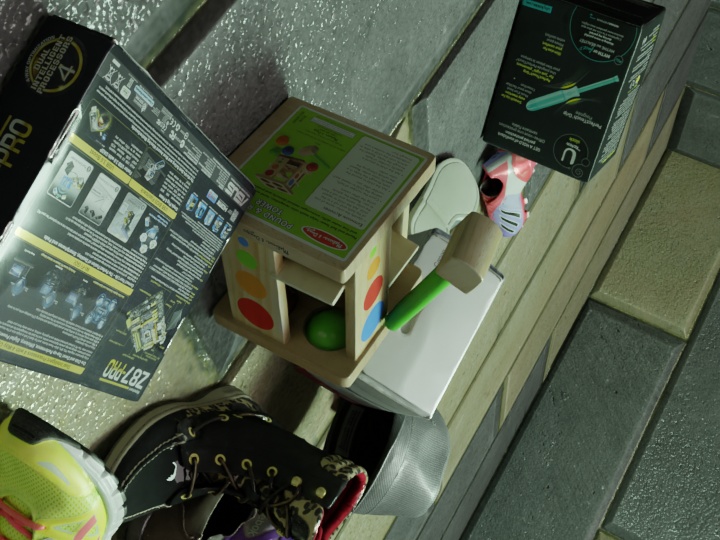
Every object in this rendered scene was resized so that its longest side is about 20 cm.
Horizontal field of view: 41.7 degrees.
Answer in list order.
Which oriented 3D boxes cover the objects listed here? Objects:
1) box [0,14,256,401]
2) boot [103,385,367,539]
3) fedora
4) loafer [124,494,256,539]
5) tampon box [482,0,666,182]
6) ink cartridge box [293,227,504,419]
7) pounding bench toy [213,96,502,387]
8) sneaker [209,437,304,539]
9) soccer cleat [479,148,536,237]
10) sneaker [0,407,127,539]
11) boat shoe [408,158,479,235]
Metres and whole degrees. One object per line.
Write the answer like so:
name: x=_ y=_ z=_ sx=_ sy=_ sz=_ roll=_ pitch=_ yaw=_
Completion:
box: x=-0.143 y=-0.019 z=0.524 sx=0.162 sy=0.049 sz=0.200 roll=-64 pitch=161 yaw=-8
boot: x=-0.093 y=0.162 z=0.721 sx=0.200 sy=0.150 sz=0.074 roll=-16 pitch=129 yaw=-66
fedora: x=0.031 y=0.185 z=0.953 sx=0.177 sy=0.090 sz=0.200 roll=-59 pitch=-164 yaw=15
loafer: x=-0.118 y=0.199 z=0.823 sx=0.200 sy=0.071 sz=0.073 roll=-33 pitch=144 yaw=-57
tampon box: x=0.263 y=-0.240 z=1.169 sx=0.126 sy=0.149 sz=0.201 roll=-38 pitch=148 yaw=-51
ink cartridge box: x=0.029 y=0.049 z=0.870 sx=0.146 sy=0.085 sz=0.200 roll=-60 pitch=-168 yaw=-13
pounding bench toy: x=0.000 y=0.000 z=0.693 sx=0.124 sy=0.199 sz=0.157 roll=-52 pitch=156 yaw=-33
sneaker: x=-0.088 y=0.255 z=0.947 sx=0.200 sy=0.088 sz=0.081 roll=-49 pitch=153 yaw=-45
soccer cleat: x=0.195 y=-0.105 z=1.314 sx=0.076 sy=0.067 sz=0.200 roll=-25 pitch=155 yaw=-13
sneaker: x=-0.197 y=0.166 z=0.568 sx=0.090 sy=0.078 sz=0.201 roll=-44 pitch=152 yaw=-41
boat shoe: x=0.076 y=-0.066 z=1.061 sx=0.062 sy=0.073 sz=0.200 roll=-25 pitch=-164 yaw=36
